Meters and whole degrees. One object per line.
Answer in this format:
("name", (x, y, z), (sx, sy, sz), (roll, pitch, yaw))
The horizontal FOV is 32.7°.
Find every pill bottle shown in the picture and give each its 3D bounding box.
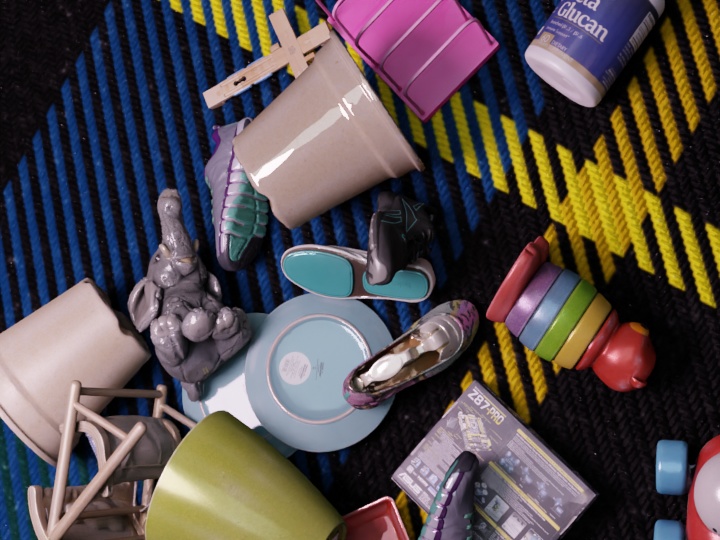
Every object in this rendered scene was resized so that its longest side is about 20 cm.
("pill bottle", (0.298, -0.310, 1.490), (0.111, 0.111, 0.201), (36, 92, 18))

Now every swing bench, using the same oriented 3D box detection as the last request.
("swing bench", (-0.291, 0.255, 1.515), (0.129, 0.198, 0.202), (26, 95, 26))

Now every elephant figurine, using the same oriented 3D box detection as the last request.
("elephant figurine", (-0.229, 0.030, 1.572), (0.155, 0.141, 0.201), (-38, 56, 8))

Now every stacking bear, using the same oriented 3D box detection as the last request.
("stacking bear", (0.258, 0.065, 1.445), (0.199, 0.121, 0.115), (35, 106, 10))

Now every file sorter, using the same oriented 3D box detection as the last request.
("file sorter", (0.052, -0.319, 1.556), (0.139, 0.125, 0.200), (-44, 72, 6))

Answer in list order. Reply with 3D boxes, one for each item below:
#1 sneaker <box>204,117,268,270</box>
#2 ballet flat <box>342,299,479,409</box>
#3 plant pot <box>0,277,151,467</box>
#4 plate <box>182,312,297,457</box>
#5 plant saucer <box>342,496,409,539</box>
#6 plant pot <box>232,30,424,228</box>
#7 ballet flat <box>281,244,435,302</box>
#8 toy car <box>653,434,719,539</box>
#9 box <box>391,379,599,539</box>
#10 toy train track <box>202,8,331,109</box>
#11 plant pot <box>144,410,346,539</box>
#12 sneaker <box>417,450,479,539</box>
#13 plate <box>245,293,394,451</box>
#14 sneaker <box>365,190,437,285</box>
("sneaker", (-0.171, -0.098, 1.621), (0.087, 0.074, 0.203), (-1, 76, 39))
("ballet flat", (0.065, 0.101, 1.487), (0.198, 0.071, 0.070), (-32, 82, -8))
("plant pot", (-0.379, 0.119, 1.593), (0.183, 0.201, 0.201), (-40, 72, -6))
("plate", (-0.144, 0.154, 1.590), (0.197, 0.026, 0.204), (-3, 80, 17))
("plant saucer", (-0.008, 0.408, 1.502), (0.198, 0.037, 0.202), (-26, 75, 10))
("plant pot", (-0.049, -0.156, 1.508), (0.182, 0.200, 0.202), (-35, 73, 5))
("ballet flat", (0.000, 0.000, 1.552), (0.197, 0.069, 0.071), (7, 83, 12))
("toy car", (0.405, 0.261, 1.317), (0.181, 0.200, 0.180), (2, 82, 17))
("box", (0.159, 0.257, 1.471), (0.200, 0.049, 0.162), (42, 97, 19))
("toy train track", (-0.121, -0.273, 1.653), (0.198, 0.032, 0.116), (-26, 82, 17))
("plant pot", (-0.122, 0.296, 1.467), (0.198, 0.187, 0.189), (24, 88, 18))
("sneaker", (0.114, 0.308, 1.425), (0.086, 0.074, 0.202), (24, 107, 8))
("plate", (-0.050, 0.125, 1.543), (0.197, 0.026, 0.204), (-1, 77, 5))
("sneaker", (0.050, -0.043, 1.488), (0.078, 0.201, 0.076), (9, 119, 4))
